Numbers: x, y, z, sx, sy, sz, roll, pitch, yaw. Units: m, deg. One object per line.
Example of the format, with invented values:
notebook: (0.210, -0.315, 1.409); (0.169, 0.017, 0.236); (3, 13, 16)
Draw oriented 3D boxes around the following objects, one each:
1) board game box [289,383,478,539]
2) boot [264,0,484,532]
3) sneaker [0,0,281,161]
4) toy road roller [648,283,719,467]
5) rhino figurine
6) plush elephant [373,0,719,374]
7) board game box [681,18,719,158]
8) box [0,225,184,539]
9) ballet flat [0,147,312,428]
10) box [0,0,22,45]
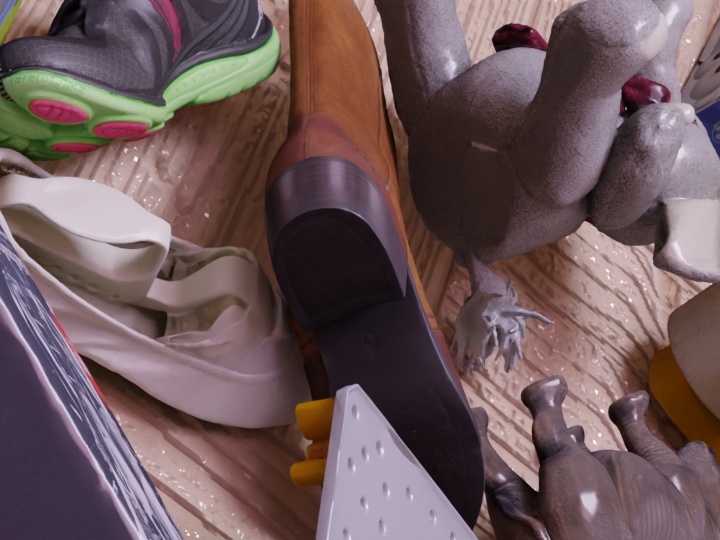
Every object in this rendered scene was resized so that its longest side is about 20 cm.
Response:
board game box: (0.016, 0.177, 0.842); (0.200, 0.026, 0.201); (55, 34, -44)
boot: (0.000, 0.000, 0.960); (0.200, 0.068, 0.189); (-93, 160, -60)
sneaker: (-0.100, -0.094, 0.903); (0.200, 0.076, 0.084); (-38, 113, -66)
toy road roller: (0.248, 0.059, 1.128); (0.200, 0.123, 0.146); (48, 28, -11)
rhino figurine: (0.120, 0.102, 1.017); (0.200, 0.060, 0.088); (11, 49, -52)
plush elephant: (0.106, -0.062, 1.031); (0.155, 0.164, 0.201); (-18, 117, -39)
board game box: (0.272, -0.157, 1.215); (0.043, 0.200, 0.199); (46, 43, -14)
box: (-0.120, 0.076, 0.699); (0.104, 0.200, 0.183); (-30, 88, -4)
ballet flat: (-0.080, 0.007, 0.886); (0.200, 0.069, 0.070); (25, 50, -31)
box: (-0.139, -0.119, 0.805); (0.048, 0.200, 0.122); (29, 47, -5)
